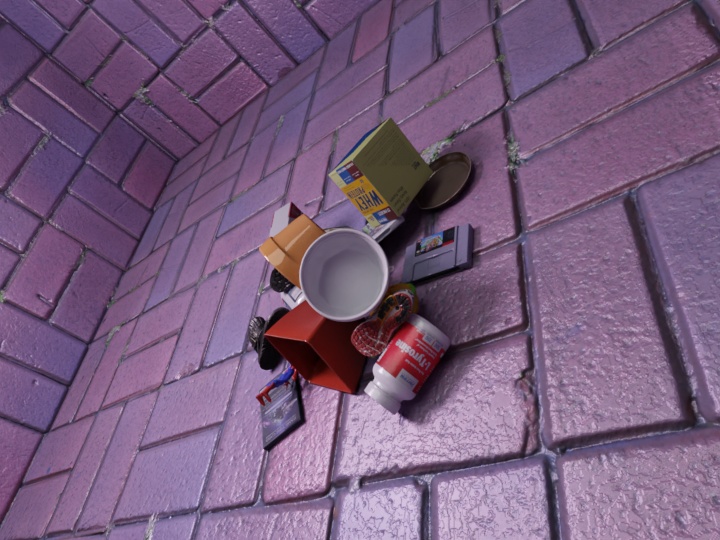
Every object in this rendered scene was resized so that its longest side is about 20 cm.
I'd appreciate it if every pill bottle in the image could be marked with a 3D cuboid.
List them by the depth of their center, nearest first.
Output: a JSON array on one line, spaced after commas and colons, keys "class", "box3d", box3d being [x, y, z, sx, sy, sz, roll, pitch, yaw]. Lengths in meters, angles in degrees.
[{"class": "pill bottle", "box3d": [0.099, 0.205, 1.153, 0.201, 0.112, 0.112, -54, 34, -7]}, {"class": "pill bottle", "box3d": [-0.148, 0.095, 1.536, 0.120, 0.119, 0.200, -50, 34, -1]}]

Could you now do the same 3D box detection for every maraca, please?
[{"class": "maraca", "box3d": [0.069, 0.118, 1.274, 0.202, 0.106, 0.137, -57, 15, -9]}]

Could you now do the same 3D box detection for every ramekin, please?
[{"class": "ramekin", "box3d": [-0.029, 0.017, 1.186, 0.196, 0.105, 0.204, -1, 80, 8]}]

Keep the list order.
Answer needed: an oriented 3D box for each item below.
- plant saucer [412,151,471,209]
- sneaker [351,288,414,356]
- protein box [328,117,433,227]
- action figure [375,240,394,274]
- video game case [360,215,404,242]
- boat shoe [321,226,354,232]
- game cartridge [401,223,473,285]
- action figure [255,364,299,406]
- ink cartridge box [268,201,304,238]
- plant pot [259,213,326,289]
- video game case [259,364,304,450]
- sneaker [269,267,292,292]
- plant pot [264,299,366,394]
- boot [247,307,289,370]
[{"class": "plant saucer", "box3d": [0.234, -0.249, 1.502, 0.199, 0.032, 0.202, -31, 38, 28]}, {"class": "sneaker", "box3d": [0.056, 0.118, 1.183, 0.200, 0.078, 0.082, -46, -4, 29]}, {"class": "protein box", "box3d": [0.059, -0.272, 1.486, 0.199, 0.200, 0.134, -52, 19, -27]}, {"class": "action figure", "box3d": [0.000, 0.000, 1.313, 0.148, 0.134, 0.200, -39, 34, -2]}, {"class": "video game case", "box3d": [0.033, -0.108, 1.533, 0.181, 0.023, 0.200, -40, 15, 1]}, {"class": "boat shoe", "box3d": [-0.093, -0.085, 1.497, 0.062, 0.198, 0.072, -6, 95, 55]}, {"class": "game cartridge", "box3d": [0.194, -0.038, 1.349, 0.198, 0.038, 0.131, -21, 48, 36]}, {"class": "action figure", "box3d": [-0.195, 0.284, 1.425, 0.200, 0.052, 0.065, -46, 1, -42]}, {"class": "ink cartridge box", "box3d": [-0.193, -0.096, 1.699, 0.082, 0.200, 0.147, -26, 41, 26]}, {"class": "plant pot", "box3d": [-0.134, -0.044, 1.318, 0.140, 0.200, 0.200, -49, 34, 2]}, {"class": "video game case", "box3d": [-0.220, 0.369, 1.451, 0.142, 0.019, 0.201, -40, 36, 15]}, {"class": "sneaker", "box3d": [-0.194, -0.026, 1.555, 0.202, 0.075, 0.088, -60, -2, 8]}, {"class": "plant pot", "box3d": [-0.086, 0.167, 1.348, 0.198, 0.201, 0.177, 0, 46, 49]}, {"class": "boot", "box3d": [-0.280, 0.175, 1.602, 0.214, 0.078, 0.158, -66, 30, 18]}]
